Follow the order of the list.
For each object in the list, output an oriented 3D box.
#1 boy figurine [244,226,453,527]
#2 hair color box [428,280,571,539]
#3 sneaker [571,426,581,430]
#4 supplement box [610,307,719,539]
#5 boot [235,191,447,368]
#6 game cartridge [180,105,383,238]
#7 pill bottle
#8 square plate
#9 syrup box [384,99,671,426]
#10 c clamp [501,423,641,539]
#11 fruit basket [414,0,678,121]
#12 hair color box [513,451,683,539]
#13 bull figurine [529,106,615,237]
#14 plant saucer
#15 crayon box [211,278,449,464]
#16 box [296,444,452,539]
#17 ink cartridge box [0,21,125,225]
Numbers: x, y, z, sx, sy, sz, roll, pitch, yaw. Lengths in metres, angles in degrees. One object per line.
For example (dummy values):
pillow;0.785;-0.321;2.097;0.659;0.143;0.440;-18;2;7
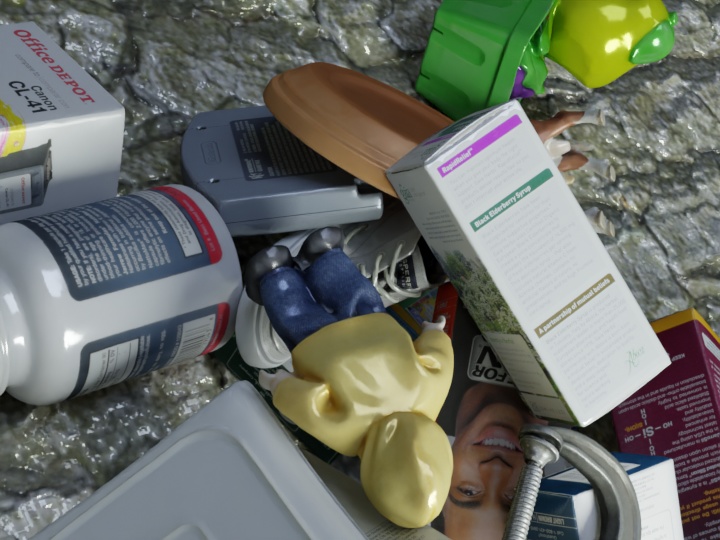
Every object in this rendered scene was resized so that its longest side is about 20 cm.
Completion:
boy figurine;0.006;0.065;0.875;0.124;0.065;0.200;-22;61;-21
hair color box;0.089;0.114;0.991;0.101;0.061;0.201;12;81;-11
sneaker;0.150;0.101;1.102;0.081;0.074;0.200;36;49;-9
supplement box;0.255;0.147;1.085;0.110;0.085;0.201;39;35;-47
boot;0.000;0.000;0.989;0.200;0.095;0.074;-50;132;-44
game cartridge;-0.065;-0.077;1.054;0.132;0.042;0.200;-11;25;-6
pill bottle;-0.188;0.020;0.929;0.199;0.120;0.120;-17;66;-38
square plate;-0.098;0.181;0.814;0.200;0.028;0.198;-37;55;-8
syrup box;0.107;-0.004;0.926;0.081;0.079;0.201;-34;99;-16
c clamp;0.106;0.169;0.836;0.171;0.027;0.200;45;49;-22
fruit basket;0.176;-0.208;1.290;0.214;0.156;0.216;8;46;-8
hair color box;0.168;0.231;0.951;0.100;0.060;0.201;-12;95;-36
bull figurine;0.146;-0.051;1.179;0.065;0.121;0.201;57;31;-48
plant saucer;0.026;-0.098;1.035;0.199;0.038;0.200;26;18;-9
crayon box;-0.004;0.037;1.071;0.126;0.052;0.200;44;47;6
box;-0.036;0.167;0.879;0.199;0.069;0.082;28;31;32
ink cartridge box;-0.280;-0.093;0.958;0.199;0.086;0.148;-15;42;-36
